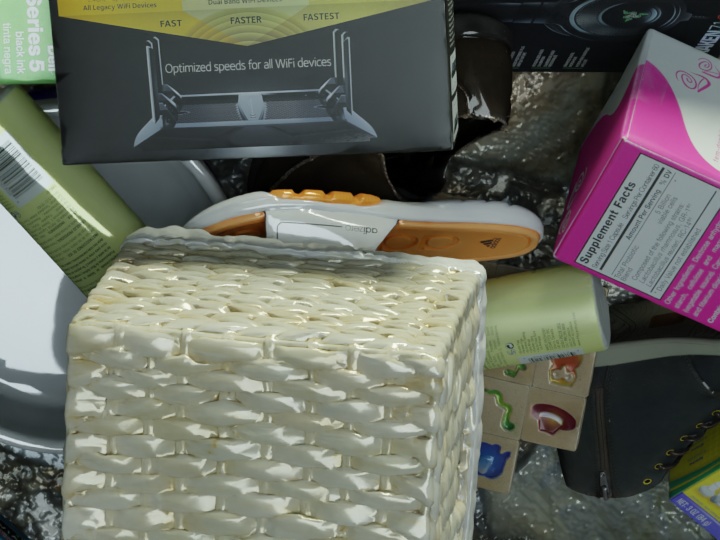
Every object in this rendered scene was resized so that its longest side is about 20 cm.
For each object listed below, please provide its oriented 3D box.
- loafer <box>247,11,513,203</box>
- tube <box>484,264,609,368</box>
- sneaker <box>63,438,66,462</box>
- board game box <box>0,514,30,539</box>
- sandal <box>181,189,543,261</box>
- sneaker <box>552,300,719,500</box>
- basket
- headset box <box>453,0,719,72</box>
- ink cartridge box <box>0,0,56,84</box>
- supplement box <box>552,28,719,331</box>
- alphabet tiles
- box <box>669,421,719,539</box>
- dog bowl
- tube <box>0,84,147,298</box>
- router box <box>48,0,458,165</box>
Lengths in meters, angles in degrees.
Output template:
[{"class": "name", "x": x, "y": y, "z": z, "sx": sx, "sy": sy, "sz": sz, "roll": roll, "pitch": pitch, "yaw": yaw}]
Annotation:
[{"class": "loafer", "x": 0.008, "y": -0.065, "z": 1.279, "sx": 0.073, "sy": 0.072, "sz": 0.200, "roll": 12, "pitch": 144, "yaw": -37}, {"class": "tube", "x": 0.039, "y": 0.035, "z": 1.322, "sx": 0.199, "sy": 0.052, "sz": 0.058, "roll": -11, "pitch": 107, "yaw": 12}, {"class": "sneaker", "x": -0.064, "y": 0.096, "z": 1.300, "sx": 0.199, "sy": 0.089, "sz": 0.076, "roll": -2, "pitch": 105, "yaw": -2}, {"class": "board game box", "x": -0.243, "y": 0.223, "z": 1.378, "sx": 0.151, "sy": 0.047, "sz": 0.200, "roll": -45, "pitch": 105, "yaw": 3}, {"class": "sandal", "x": 0.002, "y": -0.003, "z": 1.259, "sx": 0.206, "sy": 0.079, "sz": 0.059, "roll": -1, "pitch": 68, "yaw": -9}, {"class": "sneaker", "x": 0.202, "y": 0.073, "z": 1.376, "sx": 0.199, "sy": 0.075, "sz": 0.107, "roll": -6, "pitch": 114, "yaw": 27}, {"class": "basket", "x": -0.046, "y": 0.096, "z": 1.166, "sx": 0.199, "sy": 0.161, "sz": 0.199, "roll": 6, "pitch": 104, "yaw": 9}, {"class": "headset box", "x": 0.112, "y": -0.180, "z": 1.265, "sx": 0.199, "sy": 0.174, "sz": 0.093, "roll": 0, "pitch": 74, "yaw": -9}, {"class": "ink cartridge box", "x": -0.099, "y": -0.152, "z": 1.264, "sx": 0.199, "sy": 0.146, "sz": 0.084, "roll": -1, "pitch": 103, "yaw": -7}, {"class": "supplement box", "x": 0.220, "y": -0.031, "z": 1.270, "sx": 0.199, "sy": 0.101, "sz": 0.103, "roll": 25, "pitch": 134, "yaw": -4}, {"class": "alphabet tiles", "x": 0.039, "y": 0.037, "z": 1.364, "sx": 0.199, "sy": 0.008, "sz": 0.168, "roll": 12, "pitch": 101, "yaw": 9}, {"class": "box", "x": 0.295, "y": 0.108, "z": 1.378, "sx": 0.117, "sy": 0.048, "sz": 0.200, "roll": 38, "pitch": 124, "yaw": -21}, {"class": "dog bowl", "x": -0.167, "y": -0.002, "z": 1.323, "sx": 0.199, "sy": 0.079, "sz": 0.201, "roll": -2, "pitch": 103, "yaw": -8}, {"class": "tube", "x": -0.139, "y": -0.012, "z": 1.258, "sx": 0.052, "sy": 0.058, "sz": 0.200, "roll": -42, "pitch": 103, "yaw": -2}, {"class": "router box", "x": -0.054, "y": -0.136, "z": 1.151, "sx": 0.199, "sy": 0.052, "sz": 0.158, "roll": -1, "pitch": 104, "yaw": 6}]
